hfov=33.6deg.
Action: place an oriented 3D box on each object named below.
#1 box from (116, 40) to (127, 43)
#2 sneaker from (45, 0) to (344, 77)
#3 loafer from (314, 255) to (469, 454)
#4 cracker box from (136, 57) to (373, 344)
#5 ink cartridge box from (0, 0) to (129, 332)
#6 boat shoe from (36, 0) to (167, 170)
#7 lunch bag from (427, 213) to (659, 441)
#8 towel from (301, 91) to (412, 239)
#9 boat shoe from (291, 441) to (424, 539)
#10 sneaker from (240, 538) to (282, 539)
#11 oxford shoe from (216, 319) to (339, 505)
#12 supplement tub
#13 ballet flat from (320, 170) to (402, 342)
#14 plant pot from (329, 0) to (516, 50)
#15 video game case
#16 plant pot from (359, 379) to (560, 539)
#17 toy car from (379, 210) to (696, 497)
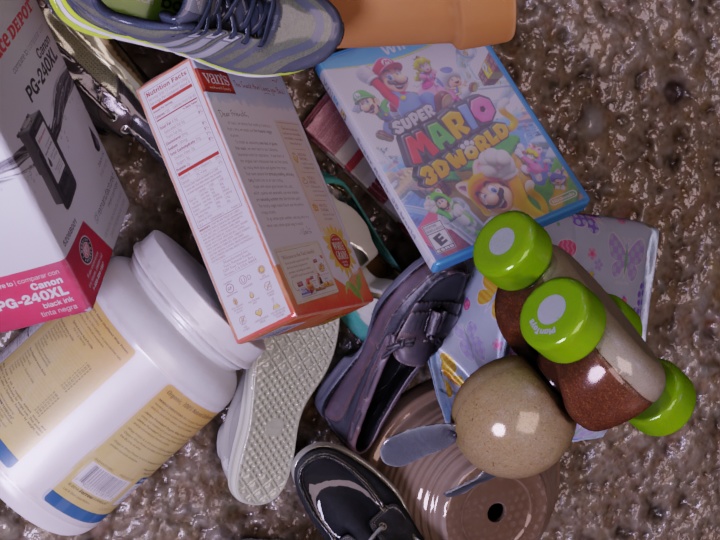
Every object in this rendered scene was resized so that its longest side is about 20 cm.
[{"bbox_3d":[-0.115,-0.261,0.872,0.097,0.124,0.201,4,98,-20],"label":"box"},{"bbox_3d":[-0.103,-0.169,0.784,0.199,0.081,0.074,5,99,-20],"label":"sneaker"},{"bbox_3d":[0.035,0.070,0.977,0.072,0.063,0.200,6,132,-40],"label":"loafer"},{"bbox_3d":[-0.075,-0.053,0.886,0.058,0.134,0.200,-25,83,24],"label":"cracker box"},{"bbox_3d":[-0.243,-0.082,0.811,0.083,0.145,0.200,-12,124,10],"label":"ink cartridge box"},{"bbox_3d":[-0.196,-0.136,0.900,0.066,0.072,0.201,-39,111,1],"label":"boat shoe"},{"bbox_3d":[0.149,0.048,1.022,0.169,0.127,0.201,3,93,-33],"label":"lunch bag"},{"bbox_3d":[0.060,-0.110,1.023,0.200,0.023,0.144,43,82,-23],"label":"towel"},{"bbox_3d":[0.017,0.225,0.979,0.072,0.068,0.200,-36,96,-2],"label":"boat shoe"},{"bbox_3d":[-0.041,0.309,1.032,0.200,0.075,0.114,24,91,-23],"label":"sneaker"},{"bbox_3d":[-0.073,0.094,0.988,0.075,0.058,0.200,13,99,-31],"label":"oxford shoe"},{"bbox_3d":[-0.184,0.081,0.885,0.200,0.145,0.145,-42,111,2],"label":"supplement tub"},{"bbox_3d":[0.000,0.000,0.993,0.067,0.070,0.200,-40,111,-13],"label":"ballet flat"},{"bbox_3d":[0.023,-0.252,0.901,0.140,0.200,0.201,-16,106,0],"label":"plant pot"},{"bbox_3d":[0.071,-0.108,0.943,0.143,0.018,0.200,-22,69,-18],"label":"video game case"},{"bbox_3d":[0.100,0.200,1.057,0.200,0.093,0.201,-4,102,-19],"label":"plant pot"},{"bbox_3d":[0.113,0.089,0.883,0.200,0.158,0.164,-44,130,13],"label":"toy car"}]
